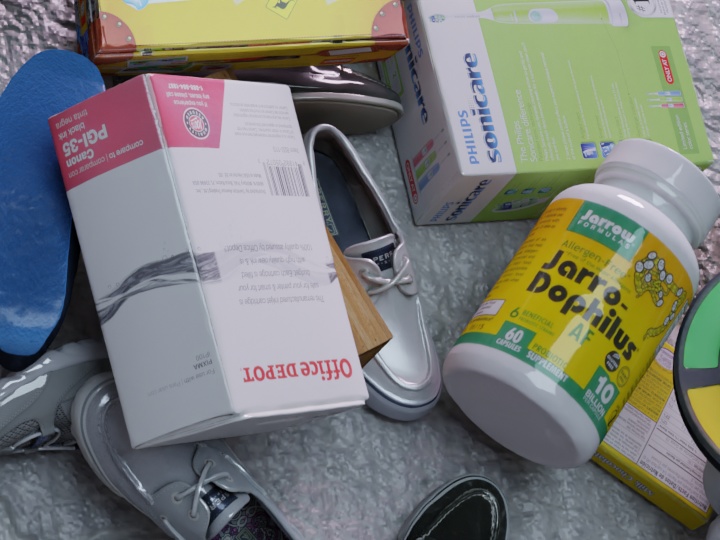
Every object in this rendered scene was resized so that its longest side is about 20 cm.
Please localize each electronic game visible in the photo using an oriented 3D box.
[{"bbox_3d":[0.298,0.065,1.475,0.198,0.042,0.201,-3,57,4],"label":"electronic game"}]

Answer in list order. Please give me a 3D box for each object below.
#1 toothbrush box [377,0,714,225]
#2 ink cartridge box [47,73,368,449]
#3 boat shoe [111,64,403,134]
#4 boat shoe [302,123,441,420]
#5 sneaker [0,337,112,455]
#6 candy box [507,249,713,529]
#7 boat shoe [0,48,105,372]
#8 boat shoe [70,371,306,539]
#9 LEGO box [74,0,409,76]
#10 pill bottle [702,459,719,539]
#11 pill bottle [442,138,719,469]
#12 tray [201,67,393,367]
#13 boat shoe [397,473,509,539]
[{"bbox_3d":[0.125,-0.118,1.607,0.199,0.086,0.147,-4,69,-26],"label":"toothbrush box"},{"bbox_3d":[-0.086,-0.005,1.348,0.146,0.082,0.201,-1,74,-58],"label":"ink cartridge box"},{"bbox_3d":[-0.067,-0.127,1.541,0.199,0.067,0.057,0,71,-19],"label":"boat shoe"},{"bbox_3d":[0.000,0.000,1.510,0.073,0.065,0.201,-22,76,-30],"label":"boat shoe"},{"bbox_3d":[-0.156,0.084,1.399,0.199,0.075,0.082,-20,83,-25],"label":"sneaker"},{"bbox_3d":[0.168,0.078,1.568,0.199,0.026,0.102,36,59,-5],"label":"candy box"},{"bbox_3d":[-0.198,-0.036,1.368,0.084,0.069,0.201,16,60,-6],"label":"boat shoe"},{"bbox_3d":[-0.089,0.138,1.373,0.072,0.068,0.200,-42,108,-17],"label":"boat shoe"},{"bbox_3d":[-0.078,-0.204,1.454,0.199,0.077,0.150,-4,86,-14],"label":"LEGO box"},{"bbox_3d":[0.287,0.110,1.534,0.104,0.104,0.201,28,60,-9],"label":"pill bottle"},{"bbox_3d":[0.148,0.017,1.495,0.113,0.113,0.200,37,69,-3],"label":"pill bottle"},{"bbox_3d":[-0.060,-0.018,1.472,0.037,0.099,0.201,-26,79,-32],"label":"tray"},{"bbox_3d":[0.046,0.204,1.434,0.070,0.064,0.201,33,58,-6],"label":"boat shoe"}]
